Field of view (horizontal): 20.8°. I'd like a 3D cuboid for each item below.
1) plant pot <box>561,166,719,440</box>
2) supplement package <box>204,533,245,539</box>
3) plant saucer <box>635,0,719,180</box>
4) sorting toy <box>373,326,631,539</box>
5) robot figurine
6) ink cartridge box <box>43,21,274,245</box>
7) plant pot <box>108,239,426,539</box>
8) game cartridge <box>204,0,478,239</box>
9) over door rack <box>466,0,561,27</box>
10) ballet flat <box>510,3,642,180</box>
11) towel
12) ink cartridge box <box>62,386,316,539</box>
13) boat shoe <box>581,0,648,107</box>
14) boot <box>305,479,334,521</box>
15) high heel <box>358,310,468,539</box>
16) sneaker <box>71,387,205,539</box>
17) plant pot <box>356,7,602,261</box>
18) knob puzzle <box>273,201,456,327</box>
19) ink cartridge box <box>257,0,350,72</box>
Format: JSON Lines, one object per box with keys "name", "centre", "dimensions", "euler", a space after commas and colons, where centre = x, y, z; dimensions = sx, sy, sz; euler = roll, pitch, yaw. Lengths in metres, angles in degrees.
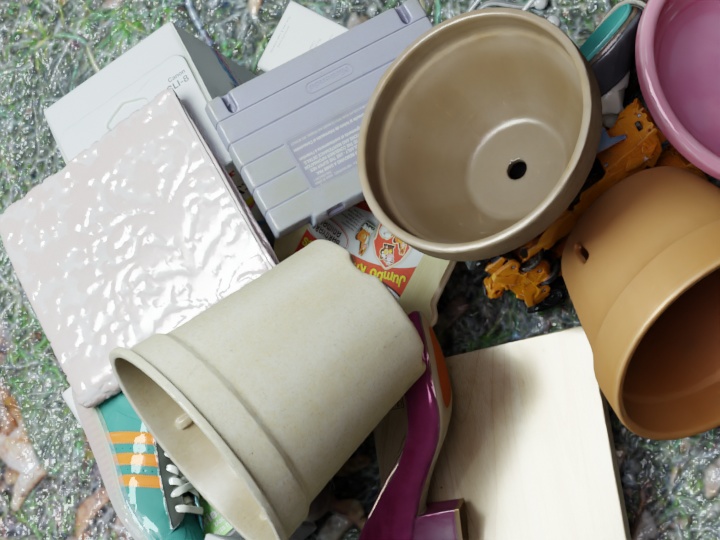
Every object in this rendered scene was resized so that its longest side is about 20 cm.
{"name": "plant pot", "centre": [0.250, 0.012, 1.535], "dimensions": [0.200, 0.200, 0.140], "euler": [-43, 51, 10]}
{"name": "supplement package", "centre": [-0.052, 0.288, 1.596], "dimensions": [0.109, 0.200, 0.114], "euler": [15, 86, 25]}
{"name": "plant saucer", "centre": [0.308, -0.156, 1.565], "dimensions": [0.199, 0.051, 0.202], "euler": [5, 72, -15]}
{"name": "sorting toy", "centre": [0.121, 0.168, 1.616], "dimensions": [0.198, 0.070, 0.201], "euler": [-14, 74, 20]}
{"name": "robot figurine", "centre": [0.177, -0.045, 1.598], "dimensions": [0.200, 0.145, 0.058], "euler": [-37, 48, 17]}
{"name": "ink cartridge box", "centre": [-0.149, -0.097, 1.715], "dimensions": [0.145, 0.200, 0.145], "euler": [-33, 68, 14]}
{"name": "plant pot", "centre": [-0.057, 0.083, 1.485], "dimensions": [0.183, 0.201, 0.200], "euler": [-40, 64, -17]}
{"name": "game cartridge", "centre": [-0.010, -0.122, 1.592], "dimensions": [0.199, 0.038, 0.130], "euler": [-28, 84, -11]}
{"name": "over door rack", "centre": [0.151, -0.242, 1.635], "dimensions": [0.066, 0.148, 0.201], "euler": [24, 108, -14]}
{"name": "ballet flat", "centre": [0.168, -0.129, 1.594], "dimensions": [0.200, 0.073, 0.073], "euler": [-43, 66, 16]}
{"name": "towel", "centre": [-0.184, -0.018, 1.591], "dimensions": [0.199, 0.032, 0.192], "euler": [-34, 69, 12]}
{"name": "ink cartridge box", "centre": [-0.147, 0.164, 1.692], "dimensions": [0.084, 0.145, 0.200], "euler": [-41, 67, 11]}
{"name": "boat shoe", "centre": [0.190, -0.145, 1.651], "dimensions": [0.200, 0.068, 0.072], "euler": [-42, 76, 23]}
{"name": "boot", "centre": [-0.071, 0.127, 1.694], "dimensions": [0.070, 0.200, 0.147], "euler": [-23, 107, 8]}
{"name": "high heel", "centre": [0.028, 0.135, 1.574], "dimensions": [0.095, 0.067, 0.201], "euler": [-7, 100, 13]}
{"name": "sneaker", "centre": [-0.163, 0.150, 1.582], "dimensions": [0.080, 0.071, 0.201], "euler": [-36, 66, 16]}
{"name": "plant pot", "centre": [0.104, -0.093, 1.516], "dimensions": [0.200, 0.093, 0.202], "euler": [-12, 63, 26]}
{"name": "knob puzzle", "centre": [0.000, 0.000, 1.649], "dimensions": [0.219, 0.030, 0.221], "euler": [-10, 73, 36]}
{"name": "ink cartridge box", "centre": [0.024, -0.150, 1.697], "dimensions": [0.199, 0.116, 0.068], "euler": [30, 92, 24]}
